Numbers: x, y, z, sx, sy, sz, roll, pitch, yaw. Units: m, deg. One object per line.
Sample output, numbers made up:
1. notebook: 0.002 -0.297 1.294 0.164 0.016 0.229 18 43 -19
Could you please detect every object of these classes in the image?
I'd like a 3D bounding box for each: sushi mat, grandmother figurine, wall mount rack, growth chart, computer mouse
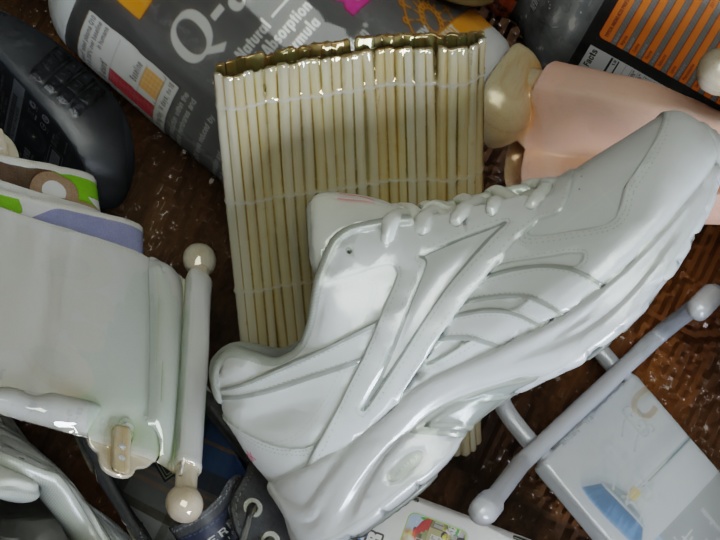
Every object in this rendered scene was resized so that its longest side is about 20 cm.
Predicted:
1. sushi mat: 0.000 0.000 0.746 0.095 0.201 0.012 -8 41 -6
2. grandmother figurine: 0.149 -0.034 0.737 0.199 0.121 0.061 12 76 26
3. wall mount rack: 0.116 0.099 0.761 0.200 0.075 0.174 49 53 4
4. growth chart: -0.138 -0.001 0.719 0.199 0.018 0.145 21 44 -15
5. computer mouse: -0.156 -0.102 0.812 0.034 0.059 0.200 -36 79 -31

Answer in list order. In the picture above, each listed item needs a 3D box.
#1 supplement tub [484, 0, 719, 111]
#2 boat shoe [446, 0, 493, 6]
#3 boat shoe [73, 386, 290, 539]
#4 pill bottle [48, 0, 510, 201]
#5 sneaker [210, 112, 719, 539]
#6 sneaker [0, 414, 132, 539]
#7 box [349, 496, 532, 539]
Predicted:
1. supplement tub: 0.152 -0.102 0.808 0.200 0.123 0.123 31 75 1
2. boat shoe: -0.012 -0.183 0.751 0.200 0.073 0.065 39 117 0
3. boat shoe: -0.052 0.092 0.743 0.070 0.066 0.200 -34 68 1
4. pill bottle: -0.049 -0.105 0.789 0.200 0.116 0.116 41 76 3
5. sneaker: 0.031 0.002 0.686 0.200 0.078 0.099 -39 91 3
6. sneaker: -0.150 0.074 0.743 0.200 0.099 0.078 37 76 3
7. box: 0.007 0.188 0.768 0.110 0.035 0.201 21 76 -1
